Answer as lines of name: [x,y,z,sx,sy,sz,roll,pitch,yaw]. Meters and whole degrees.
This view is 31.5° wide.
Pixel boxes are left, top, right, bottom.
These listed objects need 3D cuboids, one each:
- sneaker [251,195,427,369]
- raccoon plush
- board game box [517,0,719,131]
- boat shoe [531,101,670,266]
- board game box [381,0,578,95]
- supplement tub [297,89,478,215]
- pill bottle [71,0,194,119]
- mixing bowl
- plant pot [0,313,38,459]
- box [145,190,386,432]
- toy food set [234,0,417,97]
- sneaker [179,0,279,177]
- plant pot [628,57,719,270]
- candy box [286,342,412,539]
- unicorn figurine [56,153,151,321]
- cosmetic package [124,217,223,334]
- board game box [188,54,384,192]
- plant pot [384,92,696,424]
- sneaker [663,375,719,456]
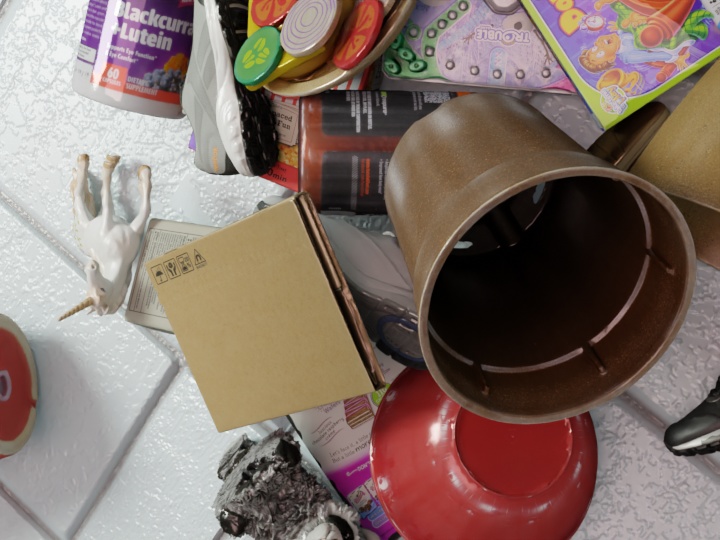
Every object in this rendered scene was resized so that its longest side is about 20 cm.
sneaker: [0.000,0.000,1.046,0.200,0.087,0.075,35,136,-1]
raccoon plush: [-0.051,0.208,1.145,0.134,0.200,0.097,42,98,-11]
board game box: [0.197,-0.232,1.023,0.134,0.045,0.200,-34,91,9]
boat shoe: [0.204,-0.046,1.064,0.072,0.072,0.200,33,100,-15]
board game box: [0.123,-0.254,1.067,0.199,0.026,0.201,6,97,7]
supplement tub: [0.047,-0.098,1.072,0.199,0.107,0.107,1,95,-2]
pill bottle: [-0.191,-0.249,1.172,0.111,0.111,0.201,19,101,19]
mixing bowl: [0.111,0.143,1.035,0.199,0.108,0.201,2,74,-6]
plant pot: [-0.432,0.122,1.271,0.177,0.200,0.201,-7,92,12]
box: [-0.082,0.041,1.040,0.200,0.021,0.164,-20,95,43]
toy food set: [-0.023,-0.230,1.043,0.200,0.049,0.199,-24,52,32]
sneaker: [-0.129,-0.180,1.125,0.079,0.074,0.201,-4,93,27]
plant pot: [0.318,-0.104,0.958,0.186,0.186,0.201,26,85,18]
candy box: [0.018,0.129,1.148,0.136,0.061,0.200,-38,81,21]
unicorn figurine: [-0.238,-0.036,1.196,0.074,0.200,0.138,6,98,-14]
cosmetic package: [-0.111,0.018,1.146,0.199,0.071,0.106,11,83,38]
board game box: [-0.057,-0.180,1.159,0.151,0.046,0.201,22,102,19]
plant pot: [0.113,-0.025,0.943,0.199,0.198,0.201,-7,120,-11]
sneaker: [0.327,0.079,1.025,0.200,0.076,0.088,-29,69,18]
